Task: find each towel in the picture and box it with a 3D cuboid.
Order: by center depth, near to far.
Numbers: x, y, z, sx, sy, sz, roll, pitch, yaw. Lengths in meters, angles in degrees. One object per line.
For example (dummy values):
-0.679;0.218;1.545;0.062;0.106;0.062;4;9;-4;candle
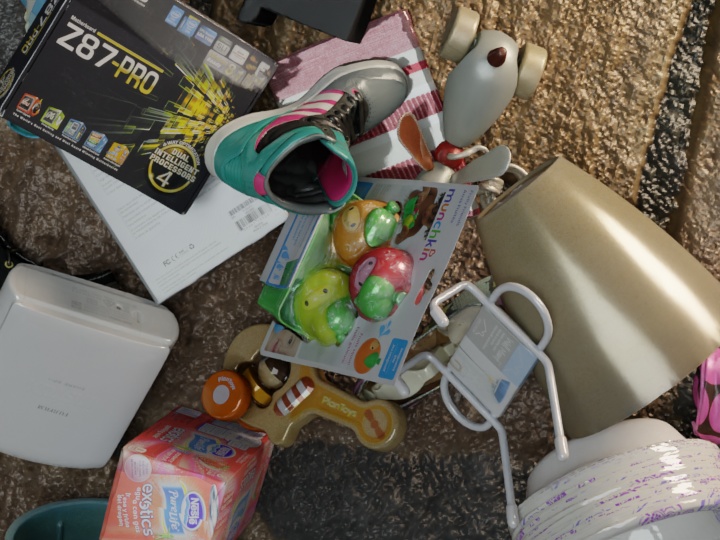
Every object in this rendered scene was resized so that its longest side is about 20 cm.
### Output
0.011;-0.121;1.703;0.144;0.023;0.201;-20;96;10;towel

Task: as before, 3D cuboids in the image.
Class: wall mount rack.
0.113;0.110;1.571;0.174;0.074;0.200;46;144;16;wall mount rack

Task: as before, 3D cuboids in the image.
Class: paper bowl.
0.226;0.203;1.628;0.200;0.201;0.105;-27;64;13;paper bowl

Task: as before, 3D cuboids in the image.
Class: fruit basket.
0.000;0.000;1.600;0.094;0.200;0.186;30;78;-29;fruit basket

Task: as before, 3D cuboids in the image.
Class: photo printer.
-0.280;0.099;1.717;0.166;0.070;0.200;19;126;-20;photo printer

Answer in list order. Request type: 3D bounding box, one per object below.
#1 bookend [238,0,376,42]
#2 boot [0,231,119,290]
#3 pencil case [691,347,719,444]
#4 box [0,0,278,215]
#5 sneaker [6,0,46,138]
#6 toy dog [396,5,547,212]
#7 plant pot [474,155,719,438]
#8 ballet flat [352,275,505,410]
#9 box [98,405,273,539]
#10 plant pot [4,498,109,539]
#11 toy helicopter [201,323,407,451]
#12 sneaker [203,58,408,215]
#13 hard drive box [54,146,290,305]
0.025;-0.277;1.627;0.199;0.092;0.199;21;98;7;bookend
-0.339;-0.022;1.755;0.203;0.073;0.154;-11;93;10;boot
0.391;0.128;1.639;0.199;0.091;0.094;12;107;11;pencil case
-0.193;-0.161;1.589;0.200;0.049;0.162;30;94;-32;box
-0.289;-0.195;1.671;0.131;0.080;0.200;-47;50;0;sneaker
0.097;-0.132;1.635;0.131;0.096;0.201;2;96;-1;toy dog
0.194;0.008;1.595;0.187;0.187;0.200;-36;95;13;plant pot
0.075;0.077;1.694;0.200;0.071;0.069;-35;97;13;ballet flat
-0.154;0.198;1.688;0.102;0.200;0.095;16;99;6;box
-0.242;0.346;1.739;0.199;0.200;0.197;12;108;8;plant pot
-0.039;0.104;1.694;0.200;0.079;0.133;22;86;30;toy helicopter
-0.023;-0.113;1.603;0.200;0.121;0.084;-28;129;-18;sneaker
-0.170;-0.096;1.710;0.156;0.077;0.200;-32;92;13;hard drive box
